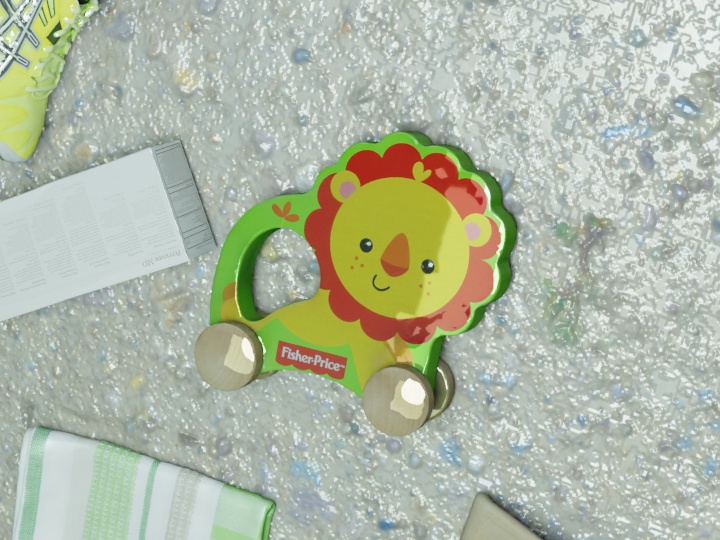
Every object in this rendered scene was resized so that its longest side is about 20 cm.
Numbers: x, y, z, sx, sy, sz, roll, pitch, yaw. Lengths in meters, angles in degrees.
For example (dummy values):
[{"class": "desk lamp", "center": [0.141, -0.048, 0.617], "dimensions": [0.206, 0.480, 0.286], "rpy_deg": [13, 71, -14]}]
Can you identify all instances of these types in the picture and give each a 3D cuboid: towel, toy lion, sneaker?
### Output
[{"class": "towel", "center": [-0.166, 0.207, 1.383], "dimensions": [0.198, 0.031, 0.151], "rpy_deg": [15, 108, 18]}, {"class": "toy lion", "center": [0.000, 0.000, 1.259], "dimensions": [0.198, 0.069, 0.193], "rpy_deg": [13, 99, 19]}, {"class": "sneaker", "center": [-0.223, -0.169, 1.295], "dimensions": [0.076, 0.075, 0.202], "rpy_deg": [13, 108, 19]}]

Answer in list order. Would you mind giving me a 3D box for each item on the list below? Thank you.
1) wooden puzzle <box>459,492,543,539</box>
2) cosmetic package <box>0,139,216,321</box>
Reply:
[{"class": "wooden puzzle", "center": [0.102, 0.272, 1.235], "dimensions": [0.200, 0.046, 0.187], "rpy_deg": [37, 116, 42]}, {"class": "cosmetic package", "center": [-0.205, -0.023, 1.334], "dimensions": [0.199, 0.051, 0.083], "rpy_deg": [-16, 94, 24]}]
